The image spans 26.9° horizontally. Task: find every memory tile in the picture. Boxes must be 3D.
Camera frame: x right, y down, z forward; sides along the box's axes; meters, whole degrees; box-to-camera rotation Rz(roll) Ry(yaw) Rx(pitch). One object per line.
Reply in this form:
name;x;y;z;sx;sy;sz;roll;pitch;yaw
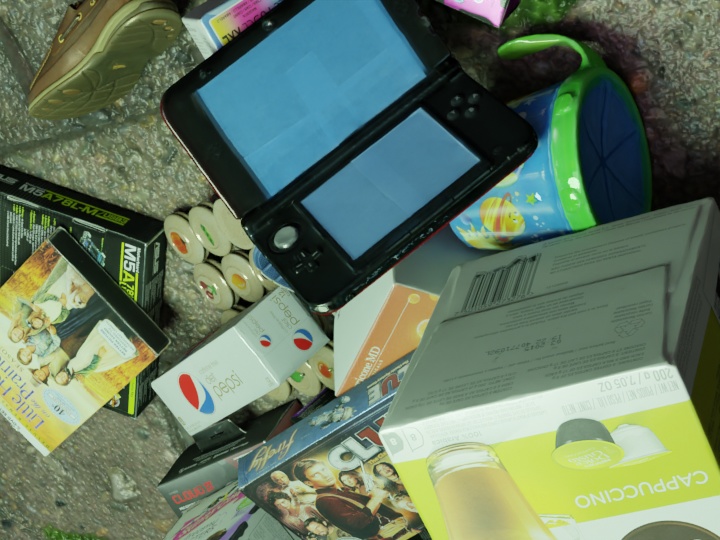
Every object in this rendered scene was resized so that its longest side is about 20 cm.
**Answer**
memory tile;-0.090;0.027;1.308;0.153;0.017;0.201;-12;113;54

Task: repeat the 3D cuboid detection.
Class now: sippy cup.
sippy cup;0.130;-0.071;1.108;0.129;0.179;0.140;-9;137;33

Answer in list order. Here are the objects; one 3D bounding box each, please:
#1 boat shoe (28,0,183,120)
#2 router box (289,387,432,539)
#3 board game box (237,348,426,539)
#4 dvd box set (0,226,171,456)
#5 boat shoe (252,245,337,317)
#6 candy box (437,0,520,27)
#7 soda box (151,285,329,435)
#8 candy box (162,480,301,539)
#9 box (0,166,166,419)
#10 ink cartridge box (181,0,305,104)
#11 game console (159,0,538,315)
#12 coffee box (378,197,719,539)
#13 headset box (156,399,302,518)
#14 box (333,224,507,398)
boat shoe;-0.218;-0.190;1.255;0.200;0.071;0.068;-33;67;43
router box;0.026;0.202;1.312;0.201;0.051;0.149;55;169;-11
board game box;0.022;0.147;1.164;0.199;0.035;0.135;-34;123;23
dvd box set;-0.285;0.070;1.393;0.146;0.029;0.200;47;125;-6
boat shoe;0.000;0.000;1.243;0.199;0.073;0.072;35;127;-29
candy box;0.039;-0.280;1.076;0.198;0.061;0.137;26;126;9
soda box;-0.108;0.080;1.304;0.064;0.068;0.200;51;147;-3
candy box;-0.122;0.256;1.278;0.167;0.200;0.072;-34;100;34
box;-0.278;0.021;1.410;0.191;0.048;0.202;17;123;13
ink cartridge box;-0.052;-0.125;1.156;0.076;0.136;0.201;-30;105;-5
game console;-0.009;-0.101;1.042;0.172;0.199;0.119;47;173;47
coffee box;0.160;0.105;0.993;0.198;0.200;0.199;-15;115;27
headset box;-0.084;0.224;1.414;0.148;0.075;0.201;-24;105;33
box;0.092;0.049;1.172;0.198;0.098;0.125;16;127;-14
